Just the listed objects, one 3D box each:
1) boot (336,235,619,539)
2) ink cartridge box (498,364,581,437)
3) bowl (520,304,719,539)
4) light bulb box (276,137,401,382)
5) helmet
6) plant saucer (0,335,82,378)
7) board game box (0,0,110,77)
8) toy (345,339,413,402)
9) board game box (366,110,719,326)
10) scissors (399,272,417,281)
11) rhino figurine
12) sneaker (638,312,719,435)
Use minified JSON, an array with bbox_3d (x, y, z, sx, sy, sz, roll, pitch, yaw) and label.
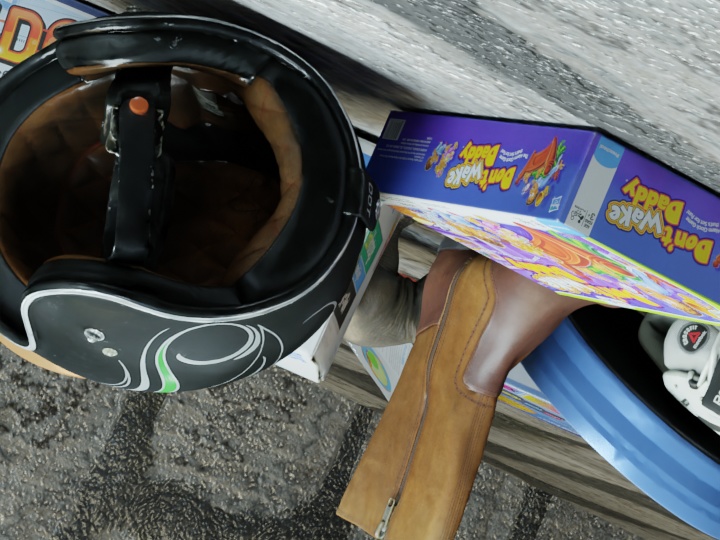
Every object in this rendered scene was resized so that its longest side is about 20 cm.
[{"bbox_3d":[0.066,0.065,1.550,0.068,0.201,0.188,27,173,-34],"label":"boot"},{"bbox_3d":[0.137,0.063,1.900,0.136,0.077,0.200,24,176,-4],"label":"ink cartridge box"},{"bbox_3d":[0.172,0.078,1.680,0.200,0.039,0.201,38,-164,-13],"label":"bowl"},{"bbox_3d":[-0.088,-0.036,1.625,0.199,0.125,0.198,24,174,4],"label":"light bulb box"},{"bbox_3d":[-0.099,-0.032,1.389,0.200,0.201,0.191,24,164,-12],"label":"helmet"},{"bbox_3d":[-0.152,-0.020,1.805,0.200,0.200,0.038,22,144,16],"label":"plant saucer"},{"bbox_3d":[-0.171,-0.078,1.514,0.199,0.136,0.034,22,175,8],"label":"board game box"},{"bbox_3d":[0.022,0.035,1.898,0.200,0.047,0.115,50,162,22],"label":"toy"},{"bbox_3d":[0.103,-0.024,1.357,0.134,0.045,0.200,26,174,-26],"label":"board game box"},{"bbox_3d":[0.091,0.042,2.184,0.200,0.014,0.073,27,172,-16],"label":"scissors"},{"bbox_3d":[0.000,0.000,1.771,0.199,0.088,0.060,23,171,-16],"label":"rhino figurine"},{"bbox_3d":[0.212,0.063,1.578,0.088,0.074,0.200,30,176,-21],"label":"sneaker"}]
